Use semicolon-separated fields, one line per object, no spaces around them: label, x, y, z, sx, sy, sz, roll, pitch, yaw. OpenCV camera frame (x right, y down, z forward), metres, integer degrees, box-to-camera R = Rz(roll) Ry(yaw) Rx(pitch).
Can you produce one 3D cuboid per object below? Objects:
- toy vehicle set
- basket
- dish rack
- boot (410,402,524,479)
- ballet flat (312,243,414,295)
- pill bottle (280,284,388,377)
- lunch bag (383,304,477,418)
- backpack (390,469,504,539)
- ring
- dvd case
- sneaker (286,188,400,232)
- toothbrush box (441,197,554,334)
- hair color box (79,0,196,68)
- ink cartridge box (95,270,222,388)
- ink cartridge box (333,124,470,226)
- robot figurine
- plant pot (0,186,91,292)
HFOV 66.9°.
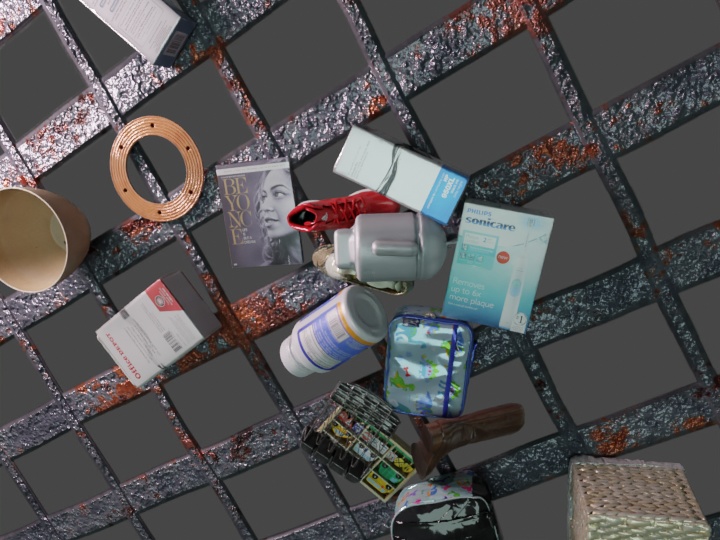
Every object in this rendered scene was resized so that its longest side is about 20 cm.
toy vehicle set;0.013;0.361;1.099;0.200;0.027;0.124;39;109;1
basket;0.472;0.456;0.951;0.199;0.161;0.199;0;105;15
dish rack;-0.018;0.304;1.043;0.153;0.055;0.200;32;113;2
boot;0.201;0.315;1.015;0.199;0.064;0.187;-11;144;-17
ballet flat;0.000;0.000;0.987;0.199;0.075;0.068;17;106;8
pill bottle;-0.055;0.120;1.002;0.200;0.112;0.112;-36;94;33
lunch bag;0.126;0.167;0.999;0.160;0.082;0.201;8;106;8
backpack;0.160;0.482;1.031;0.199;0.151;0.178;-17;97;9
ring;-0.393;-0.195;1.058;0.199;0.019;0.201;3;103;12
dvd case;-0.190;-0.107;1.035;0.148;0.016;0.201;-3;103;14
sneaker;-0.032;-0.093;0.947;0.199;0.116;0.079;-11;101;12
toothbrush box;0.230;-0.012;0.927;0.146;0.085;0.201;13;105;10
hair color box;-0.404;-0.468;0.970;0.200;0.061;0.099;41;108;0
ink cartridge box;-0.408;0.119;1.105;0.200;0.083;0.147;-35;94;18
ink cartridge box;0.073;-0.160;0.894;0.199;0.145;0.084;26;106;5
robot figurine;0.057;-0.039;0.906;0.199;0.170;0.114;-2;97;3
plant pot;-0.618;-0.071;1.078;0.199;0.134;0.201;3;105;12
